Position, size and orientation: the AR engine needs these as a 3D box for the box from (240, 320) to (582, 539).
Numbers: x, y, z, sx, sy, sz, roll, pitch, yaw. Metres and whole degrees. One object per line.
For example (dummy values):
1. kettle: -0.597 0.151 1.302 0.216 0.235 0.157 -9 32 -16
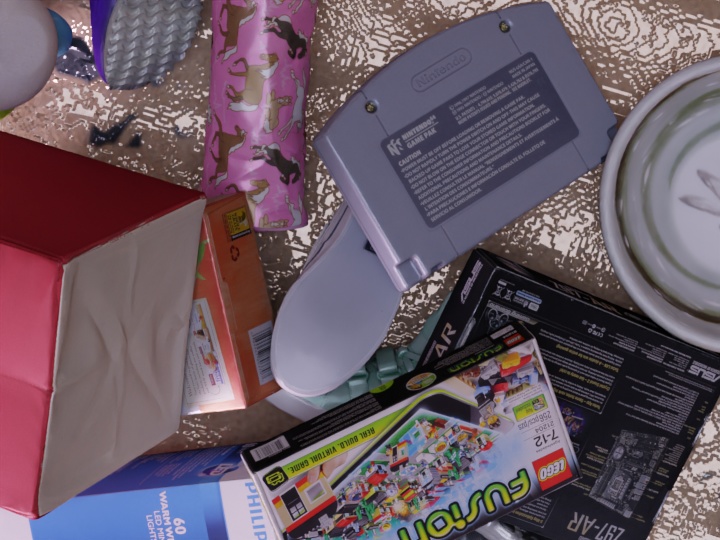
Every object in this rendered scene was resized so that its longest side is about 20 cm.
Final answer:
1. box: 0.035 0.124 1.323 0.199 0.035 0.111 -26 114 -7

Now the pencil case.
1. pencil case: -0.069 -0.123 1.388 0.082 0.086 0.202 10 101 37

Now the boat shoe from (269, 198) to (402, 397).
1. boat shoe: 0.000 0.000 1.384 0.073 0.065 0.201 32 73 0

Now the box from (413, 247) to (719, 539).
1. box: 0.131 0.094 1.386 0.199 0.044 0.161 21 101 -23

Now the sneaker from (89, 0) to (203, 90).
1. sneaker: -0.156 -0.224 1.392 0.069 0.100 0.202 -12 129 -31

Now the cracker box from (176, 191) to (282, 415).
1. cracker box: -0.155 0.030 1.392 0.199 0.058 0.135 -7 99 32

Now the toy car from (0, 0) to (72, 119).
1. toy car: -0.259 -0.202 1.366 0.150 0.174 0.201 -35 114 -33

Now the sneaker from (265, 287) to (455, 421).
1. sneaker: 0.026 0.054 1.416 0.199 0.074 0.119 13 105 -9

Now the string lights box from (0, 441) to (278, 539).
1. string lights box: -0.136 0.162 1.406 0.198 0.103 0.060 -8 98 18

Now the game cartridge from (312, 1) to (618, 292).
1. game cartridge: 0.070 -0.091 1.369 0.199 0.042 0.134 -32 89 -24

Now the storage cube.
1. storage cube: -0.221 0.027 1.283 0.178 0.200 0.172 17 111 20

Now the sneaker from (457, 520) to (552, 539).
1. sneaker: 0.052 0.181 1.442 0.199 0.074 0.085 29 105 8

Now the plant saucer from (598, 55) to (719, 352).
1. plant saucer: 0.259 -0.044 1.394 0.198 0.050 0.202 0 89 3
